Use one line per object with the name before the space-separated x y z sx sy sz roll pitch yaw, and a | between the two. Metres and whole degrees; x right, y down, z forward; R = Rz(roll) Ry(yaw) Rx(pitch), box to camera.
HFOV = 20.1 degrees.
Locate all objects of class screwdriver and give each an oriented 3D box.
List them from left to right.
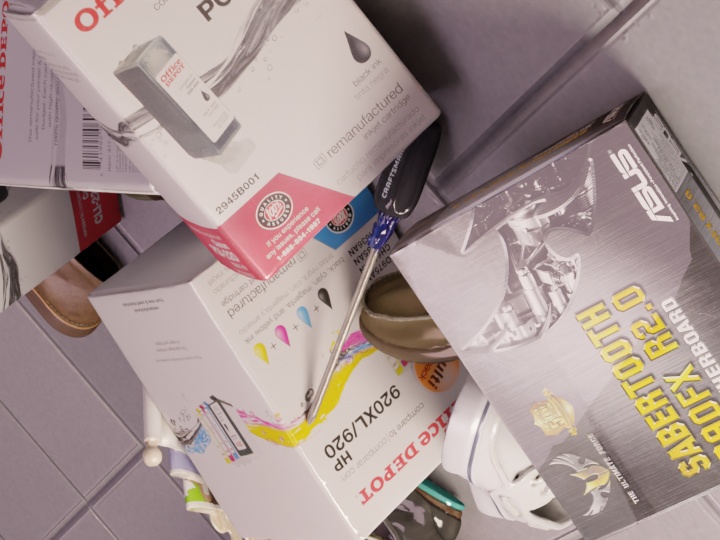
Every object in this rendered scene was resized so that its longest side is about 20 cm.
screwdriver | 0.000 0.000 1.199 0.029 0.028 0.200 27 105 4

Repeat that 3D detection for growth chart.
growth chart | -0.100 0.116 1.406 0.018 0.145 0.200 -15 148 21

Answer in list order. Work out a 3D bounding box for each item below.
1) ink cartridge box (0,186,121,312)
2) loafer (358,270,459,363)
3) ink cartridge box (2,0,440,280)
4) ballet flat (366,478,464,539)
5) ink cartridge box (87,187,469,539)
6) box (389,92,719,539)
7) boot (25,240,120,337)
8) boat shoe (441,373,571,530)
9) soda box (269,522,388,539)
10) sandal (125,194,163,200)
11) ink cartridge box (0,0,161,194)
ink cartridge box | -0.298 -0.042 1.488 0.144 0.200 0.084 32 146 27
loafer | 0.076 0.009 1.180 0.200 0.076 0.068 -3 117 40
ink cartridge box | -0.075 -0.116 1.120 0.200 0.146 0.085 49 170 -19
ballet flat | -0.019 0.138 1.437 0.200 0.068 0.068 37 -175 22
ink cartridge box | -0.042 0.053 1.308 0.144 0.147 0.200 -8 118 56
box | 0.135 0.029 1.074 0.158 0.048 0.200 -29 101 29
boot | -0.266 -0.040 1.594 0.200 0.074 0.075 42 137 -2
boat shoe | 0.100 0.111 1.238 0.065 0.074 0.200 19 168 20
soda box | -0.028 0.214 1.555 0.068 0.064 0.200 41 148 15
sandal | -0.136 -0.077 1.358 0.201 0.057 0.080 -18 91 60
ink cartridge box | -0.148 -0.121 1.254 0.200 0.086 0.147 5 94 52
